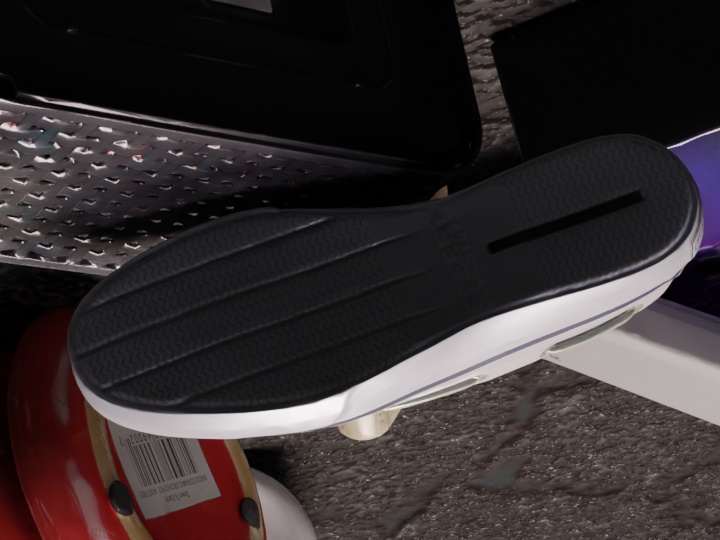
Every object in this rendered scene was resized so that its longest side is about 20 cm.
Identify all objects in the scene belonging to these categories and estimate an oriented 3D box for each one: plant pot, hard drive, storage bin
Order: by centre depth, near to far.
[{"bbox_3d":[-0.073,-0.079,0.759,0.199,0.136,0.094,7,149,-35],"label":"storage bin"},{"bbox_3d":[0.112,0.029,1.057,0.199,0.027,0.132,21,171,26],"label":"hard drive"},{"bbox_3d":[-0.153,0.129,1.094,0.182,0.201,0.200,-25,152,22],"label":"plant pot"}]

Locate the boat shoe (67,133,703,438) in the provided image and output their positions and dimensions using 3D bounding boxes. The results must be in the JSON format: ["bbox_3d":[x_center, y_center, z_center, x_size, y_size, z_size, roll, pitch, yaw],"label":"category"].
[{"bbox_3d":[0.011,0.017,0.746,0.199,0.074,0.067,-12,153,-1],"label":"boat shoe"}]

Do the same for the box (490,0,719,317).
[{"bbox_3d":[0.161,-0.051,0.995,0.141,0.079,0.200,-23,153,18],"label":"box"}]

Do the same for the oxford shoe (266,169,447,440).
[{"bbox_3d":[0.000,0.000,0.925,0.070,0.074,0.200,-7,-160,13],"label":"oxford shoe"}]

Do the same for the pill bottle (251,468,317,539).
[{"bbox_3d":[-0.076,0.194,1.361,0.115,0.116,0.200,-10,156,-3],"label":"pill bottle"}]
